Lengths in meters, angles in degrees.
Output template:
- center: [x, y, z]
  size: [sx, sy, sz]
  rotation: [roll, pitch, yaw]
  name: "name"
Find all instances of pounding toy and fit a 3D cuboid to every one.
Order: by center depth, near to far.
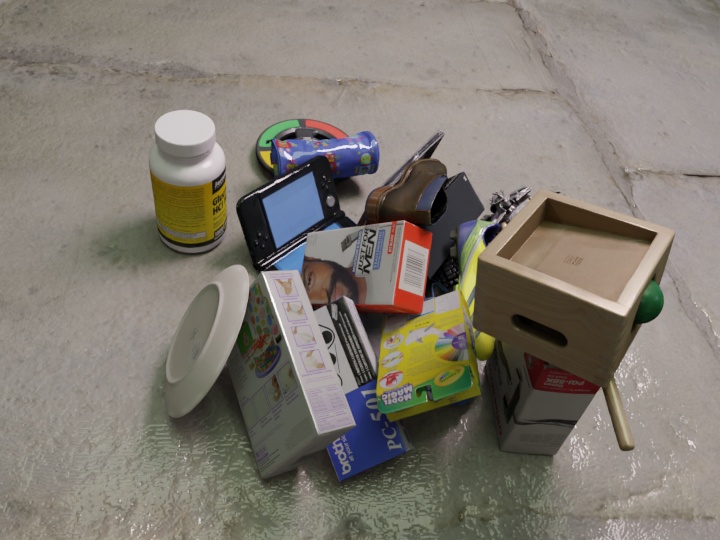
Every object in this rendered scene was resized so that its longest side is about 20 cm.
- center: [0.238, 0.043, 0.653]
  size: [0.198, 0.144, 0.184]
  rotation: [24, 48, 31]
  name: "pounding toy"

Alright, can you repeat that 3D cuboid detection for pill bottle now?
- center: [-0.261, -0.134, 0.926]
  size: [0.110, 0.202, 0.114]
  rotation: [5, 47, -6]
  name: "pill bottle"

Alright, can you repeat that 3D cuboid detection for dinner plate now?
- center: [-0.200, 0.081, 0.754]
  size: [0.024, 0.200, 0.202]
  rotation: [28, 39, -29]
  name: "dinner plate"

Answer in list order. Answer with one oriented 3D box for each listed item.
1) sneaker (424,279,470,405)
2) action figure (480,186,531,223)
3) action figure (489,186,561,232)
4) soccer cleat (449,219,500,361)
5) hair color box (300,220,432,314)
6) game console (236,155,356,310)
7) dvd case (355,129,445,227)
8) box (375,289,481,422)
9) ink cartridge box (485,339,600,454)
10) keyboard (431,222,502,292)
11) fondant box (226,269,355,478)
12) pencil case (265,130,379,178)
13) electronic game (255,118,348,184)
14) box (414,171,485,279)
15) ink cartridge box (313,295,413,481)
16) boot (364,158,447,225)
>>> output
- center: [0.115, 0.086, 0.862]
  size: [0.069, 0.078, 0.202]
  rotation: [-20, 55, 7]
  name: "sneaker"
- center: [0.266, -0.047, 0.997]
  size: [0.069, 0.130, 0.202]
  rotation: [-9, 65, -35]
  name: "action figure"
- center: [0.274, -0.054, 0.902]
  size: [0.200, 0.069, 0.130]
  rotation: [42, 81, 14]
  name: "action figure"
- center: [0.174, 0.023, 0.852]
  size: [0.082, 0.065, 0.204]
  rotation: [-10, 70, 19]
  name: "soccer cleat"
- center: [0.000, 0.000, 0.844]
  size: [0.063, 0.198, 0.113]
  rotation: [18, 75, -40]
  name: "hair color box"
- center: [-0.072, -0.066, 0.965]
  size: [0.117, 0.173, 0.199]
  rotation: [14, 39, 41]
  name: "game console"
- center: [0.056, -0.128, 0.972]
  size: [0.016, 0.149, 0.200]
  rotation: [39, 51, 6]
  name: "dvd case"
- center: [0.082, 0.104, 0.733]
  size: [0.116, 0.049, 0.201]
  rotation: [-20, 21, 15]
  name: "box"
- center: [0.231, 0.125, 0.787]
  size: [0.081, 0.202, 0.148]
  rotation: [3, 46, -4]
  name: "ink cartridge box"
- center: [0.172, 0.010, 0.942]
  size: [0.198, 0.021, 0.129]
  rotation: [-26, 65, 5]
  name: "keyboard"
- center: [-0.096, 0.122, 0.725]
  size: [0.058, 0.144, 0.202]
  rotation: [-4, 61, -41]
  name: "fondant box"
- center: [-0.067, -0.199, 1.068]
  size: [0.197, 0.079, 0.087]
  rotation: [-10, 30, -19]
  name: "pencil case"
- center: [-0.100, -0.226, 1.153]
  size: [0.196, 0.042, 0.202]
  rotation: [5, 47, -6]
  name: "electronic game"
- center: [0.089, -0.058, 0.961]
  size: [0.079, 0.140, 0.200]
  rotation: [54, 50, -13]
  name: "box"
- center: [-0.018, 0.144, 0.755]
  size: [0.093, 0.044, 0.203]
  rotation: [-25, 74, 9]
  name: "ink cartridge box"
- center: [0.098, -0.106, 0.863]
  size: [0.096, 0.076, 0.200]
  rotation: [11, 34, 34]
  name: "boot"
